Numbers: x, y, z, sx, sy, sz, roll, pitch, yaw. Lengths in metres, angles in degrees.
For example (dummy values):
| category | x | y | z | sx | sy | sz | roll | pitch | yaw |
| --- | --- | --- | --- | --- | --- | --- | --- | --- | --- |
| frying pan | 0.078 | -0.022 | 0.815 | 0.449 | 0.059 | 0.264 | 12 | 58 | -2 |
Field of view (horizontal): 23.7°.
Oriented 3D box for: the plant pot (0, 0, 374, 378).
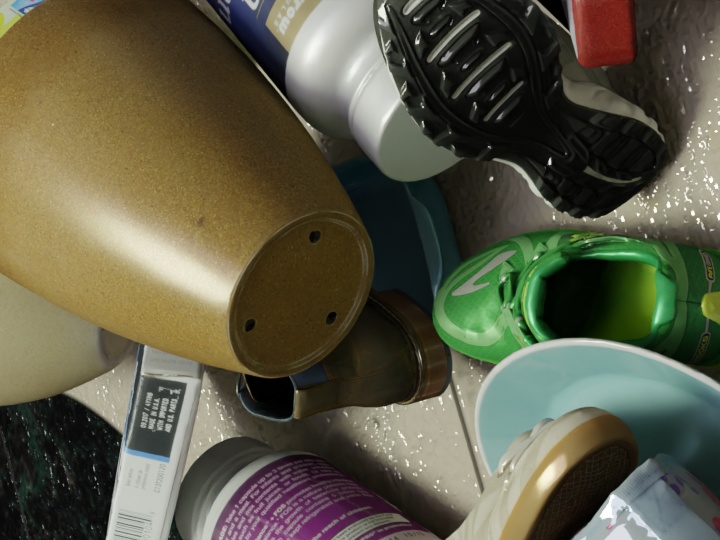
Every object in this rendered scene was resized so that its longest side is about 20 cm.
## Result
| category | x | y | z | sx | sy | sz | roll | pitch | yaw |
| --- | --- | --- | --- | --- | --- | --- | --- | --- | --- |
| plant pot | -0.089 | -0.030 | 0.906 | 0.200 | 0.185 | 0.188 | 36 | 128 | 40 |

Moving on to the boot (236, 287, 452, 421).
| category | x | y | z | sx | sy | sz | roll | pitch | yaw |
| --- | --- | --- | --- | --- | --- | --- | --- | --- | --- |
| boot | -0.046 | 0.029 | 0.976 | 0.199 | 0.096 | 0.075 | 24 | 121 | 49 |

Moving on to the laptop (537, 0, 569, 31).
| category | x | y | z | sx | sy | sz | roll | pitch | yaw |
| --- | --- | --- | --- | --- | --- | --- | --- | --- | --- |
| laptop | 0.002 | -0.195 | 0.821 | 0.103 | 0.177 | 0.201 | -29 | 73 | 17 |

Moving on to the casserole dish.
| category | x | y | z | sx | sy | sz | roll | pitch | yaw |
| --- | --- | --- | --- | --- | --- | --- | --- | --- | --- |
| casserole dish | 0.000 | 0.000 | 1.021 | 0.199 | 0.039 | 0.122 | -20 | 84 | 55 |

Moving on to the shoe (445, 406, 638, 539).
| category | x | y | z | sx | sy | sz | roll | pitch | yaw |
| --- | --- | --- | --- | --- | --- | --- | --- | --- | --- |
| shoe | 0.074 | 0.109 | 0.794 | 0.054 | 0.070 | 0.201 | 52 | 155 | 20 |

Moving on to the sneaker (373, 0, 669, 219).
| category | x | y | z | sx | sy | sz | roll | pitch | yaw |
| --- | --- | --- | --- | --- | --- | --- | --- | --- | --- |
| sneaker | 0.064 | -0.091 | 0.788 | 0.074 | 0.200 | 0.080 | -41 | 51 | 14 |

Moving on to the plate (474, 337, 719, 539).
| category | x | y | z | sx | sy | sz | roll | pitch | yaw |
| --- | --- | --- | --- | --- | --- | --- | --- | --- | --- |
| plate | 0.145 | 0.102 | 0.807 | 0.199 | 0.026 | 0.201 | 25 | 142 | 21 |

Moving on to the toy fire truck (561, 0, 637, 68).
| category | x | y | z | sx | sy | sz | roll | pitch | yaw |
| --- | --- | --- | --- | --- | --- | --- | --- | --- | --- |
| toy fire truck | 0.088 | -0.200 | 0.753 | 0.201 | 0.111 | 0.169 | -94 | -5 | -59 |

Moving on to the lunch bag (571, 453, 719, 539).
| category | x | y | z | sx | sy | sz | roll | pitch | yaw |
| --- | --- | --- | --- | --- | --- | --- | --- | --- | --- |
| lunch bag | 0.152 | 0.180 | 0.743 | 0.170 | 0.127 | 0.200 | 44 | 154 | 16 |

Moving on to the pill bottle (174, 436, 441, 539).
| category | x | y | z | sx | sy | sz | roll | pitch | yaw |
| --- | --- | --- | --- | --- | --- | --- | --- | --- | --- |
| pill bottle | -0.028 | 0.178 | 1.050 | 0.199 | 0.112 | 0.113 | 29 | 123 | 46 |

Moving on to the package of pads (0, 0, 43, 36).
| category | x | y | z | sx | sy | sz | roll | pitch | yaw |
| --- | --- | --- | --- | --- | --- | --- | --- | --- | --- |
| package of pads | -0.191 | -0.121 | 1.146 | 0.200 | 0.154 | 0.068 | 35 | 163 | 43 |

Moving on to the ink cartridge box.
| category | x | y | z | sx | sy | sz | roll | pitch | yaw |
| --- | --- | --- | --- | --- | --- | --- | --- | --- | --- |
| ink cartridge box | -0.122 | 0.060 | 1.098 | 0.201 | 0.043 | 0.199 | -85 | 8 | -47 |

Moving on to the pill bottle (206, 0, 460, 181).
| category | x | y | z | sx | sy | sz | roll | pitch | yaw |
| --- | --- | --- | --- | --- | --- | --- | --- | --- | --- |
| pill bottle | -0.010 | -0.143 | 0.928 | 0.200 | 0.110 | 0.112 | 51 | 137 | 32 |

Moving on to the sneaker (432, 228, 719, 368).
| category | x | y | z | sx | sy | sz | roll | pitch | yaw |
| --- | --- | --- | --- | --- | --- | --- | --- | --- | --- |
| sneaker | 0.100 | 0.010 | 0.836 | 0.199 | 0.083 | 0.075 | -4 | 78 | 51 |

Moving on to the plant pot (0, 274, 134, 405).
| category | x | y | z | sx | sy | sz | roll | pitch | yaw |
| --- | --- | --- | --- | --- | --- | --- | --- | --- | --- |
| plant pot | -0.230 | 0.010 | 1.240 | 0.133 | 0.200 | 0.202 | 12 | 114 | 14 |
